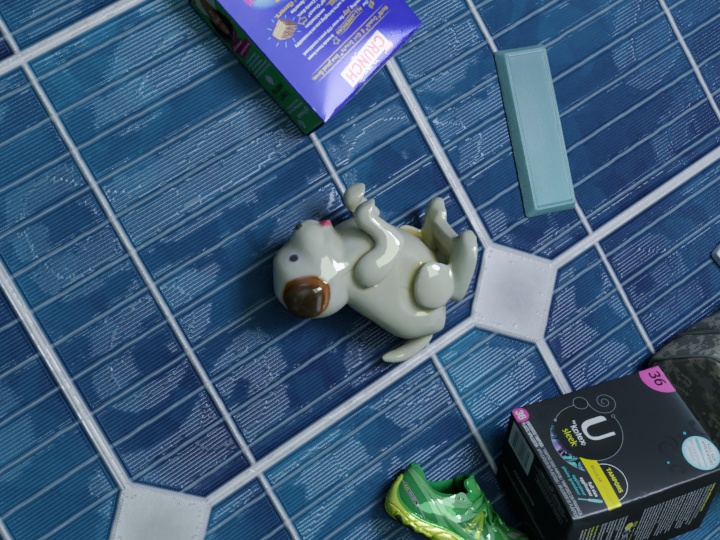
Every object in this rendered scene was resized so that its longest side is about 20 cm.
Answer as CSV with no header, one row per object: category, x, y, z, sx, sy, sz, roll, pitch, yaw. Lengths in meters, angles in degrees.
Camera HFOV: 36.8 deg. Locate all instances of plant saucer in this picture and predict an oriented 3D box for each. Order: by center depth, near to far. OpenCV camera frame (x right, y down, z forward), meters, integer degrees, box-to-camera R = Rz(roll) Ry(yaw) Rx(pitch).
plant saucer,0.213,-0.170,1.301,0.069,0.019,0.204,-11,89,-18

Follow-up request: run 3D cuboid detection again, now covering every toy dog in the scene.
toy dog,0.000,0.000,1.178,0.196,0.140,0.197,4,122,-19

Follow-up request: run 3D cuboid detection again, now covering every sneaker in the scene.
sneaker,0.125,0.277,1.218,0.197,0.074,0.085,26,84,-14

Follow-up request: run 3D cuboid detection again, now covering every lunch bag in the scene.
lunch bag,0.465,0.144,1.306,0.166,0.139,0.203,-30,97,-33

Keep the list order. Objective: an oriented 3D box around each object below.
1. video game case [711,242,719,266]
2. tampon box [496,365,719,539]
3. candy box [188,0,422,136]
video game case,0.558,-0.039,1.402,0.143,0.018,0.200,46,76,-9
tampon box,0.276,0.223,1.210,0.197,0.128,0.151,-14,49,-17
candy box,-0.059,-0.283,1.190,0.169,0.077,0.200,-45,99,-16
